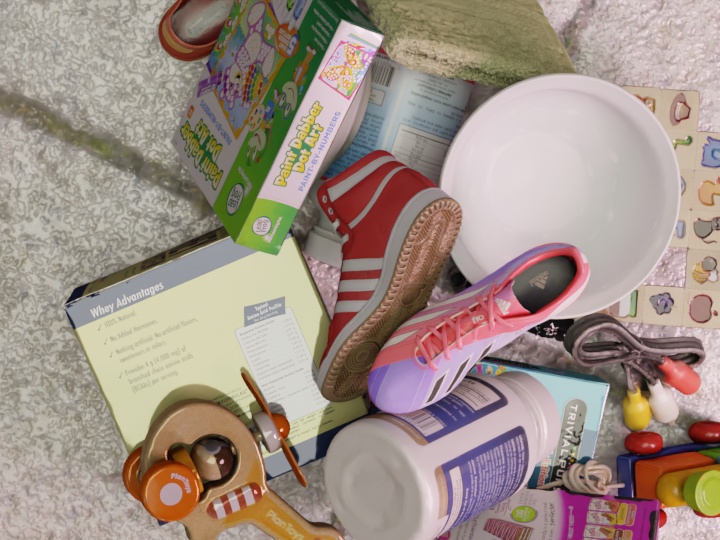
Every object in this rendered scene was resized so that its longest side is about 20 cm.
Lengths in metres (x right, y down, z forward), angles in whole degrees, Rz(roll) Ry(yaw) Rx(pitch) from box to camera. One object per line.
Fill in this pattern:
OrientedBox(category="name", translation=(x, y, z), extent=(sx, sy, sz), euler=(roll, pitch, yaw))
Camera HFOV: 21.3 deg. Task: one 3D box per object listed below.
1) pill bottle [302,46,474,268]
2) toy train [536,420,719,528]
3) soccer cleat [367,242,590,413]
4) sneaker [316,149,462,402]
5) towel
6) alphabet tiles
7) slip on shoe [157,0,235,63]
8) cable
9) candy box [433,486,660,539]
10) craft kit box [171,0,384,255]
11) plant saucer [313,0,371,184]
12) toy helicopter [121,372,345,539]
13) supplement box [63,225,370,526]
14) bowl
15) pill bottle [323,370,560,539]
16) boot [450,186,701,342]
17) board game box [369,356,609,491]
OrientedBox(category="pill bottle", translation=(0.020, -0.097, 1.623), extent=(0.109, 0.109, 0.200), euler=(18, 94, -5))
OrientedBox(category="toy train", translation=(0.265, 0.185, 1.635), extent=(0.200, 0.116, 0.085), euler=(-6, 95, -27))
OrientedBox(category="soccer cleat", translation=(0.090, 0.041, 1.482), extent=(0.200, 0.076, 0.067), euler=(-32, 83, -7))
OrientedBox(category="sneaker", translation=(0.000, 0.000, 1.533), extent=(0.071, 0.112, 0.200), euler=(6, 120, -44))
OrientedBox(category="towel", translation=(0.086, -0.202, 1.581), extent=(0.200, 0.148, 0.037), euler=(9, 129, -32))
OrientedBox(category="alphabet tiles", translation=(0.229, -0.056, 1.620), extent=(0.167, 0.008, 0.200), euler=(4, 94, 4))
OrientedBox(category="slip on shoe", translation=(-0.088, -0.249, 1.627), extent=(0.200, 0.061, 0.074), euler=(-38, 95, -1))
OrientedBox(category="cable", translation=(0.244, 0.080, 1.631), extent=(0.097, 0.200, 0.050), euler=(-36, 59, 8))
OrientedBox(category="candy box", translation=(0.140, 0.241, 1.575), extent=(0.200, 0.136, 0.061), euler=(5, 120, 12))
OrientedBox(category="craft kit box", translation=(-0.072, -0.143, 1.536), extent=(0.048, 0.200, 0.198), euler=(14, 110, -28))
OrientedBox(category="plant saucer", translation=(-0.037, -0.143, 1.581), extent=(0.050, 0.200, 0.200), euler=(16, 94, -25))
OrientedBox(category="toy helicopter", translation=(-0.084, 0.174, 1.537), extent=(0.200, 0.079, 0.132), euler=(40, 83, -19))
OrientedBox(category="supplement box", translation=(-0.118, 0.075, 1.616), extent=(0.200, 0.134, 0.200), euler=(-23, 97, -3))
OrientedBox(category="bowl", translation=(0.153, -0.067, 1.564), extent=(0.201, 0.090, 0.201), euler=(-2, 103, -10))
OrientedBox(category="pill bottle", translation=(0.073, 0.148, 1.558), extent=(0.200, 0.111, 0.111), euler=(-20, 99, -46))
OrientedBox(category="boot", translation=(0.189, -0.018, 1.661), extent=(0.198, 0.073, 0.163), euler=(16, 92, 2))
OrientedBox(category="board game box", translation=(0.104, 0.152, 1.682), extent=(0.200, 0.047, 0.151), euler=(11, 94, -5))
